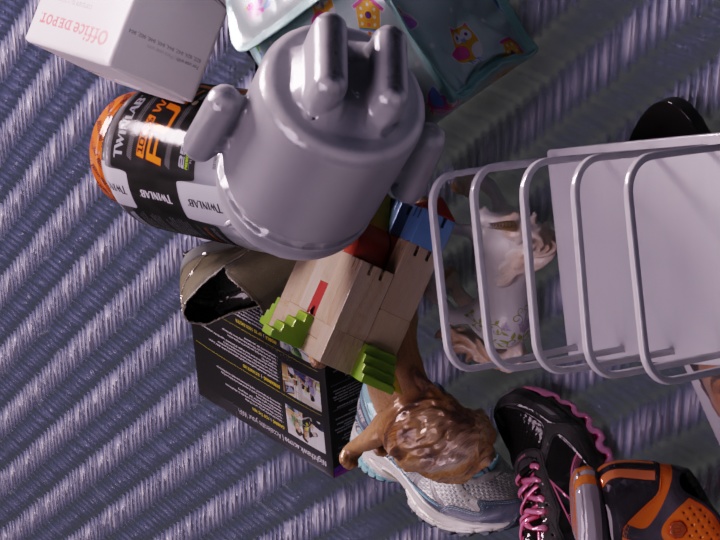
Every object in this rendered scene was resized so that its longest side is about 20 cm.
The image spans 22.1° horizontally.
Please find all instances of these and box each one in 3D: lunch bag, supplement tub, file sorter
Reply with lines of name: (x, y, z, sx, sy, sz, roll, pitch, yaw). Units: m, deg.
lunch bag: (-0.001, -0.186, 1.284, 0.200, 0.122, 0.170, 56, 143, -3)
supplement tub: (-0.118, -0.086, 1.453, 0.200, 0.122, 0.123, 12, 118, 45)
file sorter: (0.147, -0.006, 1.107, 0.200, 0.124, 0.139, -1, 96, 57)

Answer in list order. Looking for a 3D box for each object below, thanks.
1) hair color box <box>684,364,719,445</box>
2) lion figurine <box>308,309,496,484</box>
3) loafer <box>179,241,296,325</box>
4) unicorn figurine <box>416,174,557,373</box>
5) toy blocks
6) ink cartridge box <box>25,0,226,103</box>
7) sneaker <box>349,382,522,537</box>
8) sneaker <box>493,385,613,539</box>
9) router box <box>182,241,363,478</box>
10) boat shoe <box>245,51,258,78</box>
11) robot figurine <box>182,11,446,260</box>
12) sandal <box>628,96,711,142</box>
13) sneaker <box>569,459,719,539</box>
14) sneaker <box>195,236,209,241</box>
hair color box: (0.274, 0.094, 1.137, 0.101, 0.061, 0.200, -30, 83, 56)
lion figurine: (0.027, 0.075, 1.392, 0.122, 0.072, 0.200, -35, 71, 43)
loafer: (-0.068, 0.002, 1.490, 0.200, 0.070, 0.075, -22, 125, 34)
unicorn figurine: (0.094, -0.008, 1.324, 0.137, 0.074, 0.200, 35, 154, 42)
toy blocks: (0.000, 0.000, 1.325, 0.137, 0.100, 0.200, -66, 18, 0)
ink cartridge box: (-0.161, -0.244, 1.426, 0.145, 0.084, 0.201, 22, 90, 51)
sneaker: (0.059, 0.139, 1.441, 0.200, 0.077, 0.087, 25, 124, 45)
sneaker: (0.145, 0.178, 1.329, 0.200, 0.095, 0.079, 59, 148, 13)
router box: (-0.073, 0.072, 1.602, 0.200, 0.051, 0.150, 27, 130, 44)
boat shoe: (-0.065, -0.190, 1.435, 0.072, 0.065, 0.200, 41, 139, 30)
robot figurine: (-0.028, -0.082, 1.213, 0.200, 0.169, 0.113, 123, 156, -52)
sandal: (0.177, -0.030, 1.212, 0.075, 0.045, 0.200, 52, 143, 24)
sneaker: (0.203, 0.226, 1.242, 0.078, 0.112, 0.201, -90, -4, -77)
sneaker: (-0.135, -0.072, 1.584, 0.200, 0.073, 0.071, 8, 124, 53)
